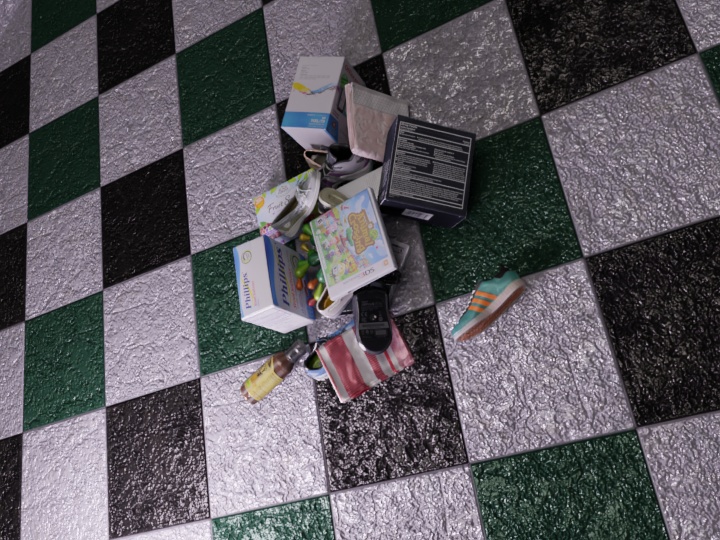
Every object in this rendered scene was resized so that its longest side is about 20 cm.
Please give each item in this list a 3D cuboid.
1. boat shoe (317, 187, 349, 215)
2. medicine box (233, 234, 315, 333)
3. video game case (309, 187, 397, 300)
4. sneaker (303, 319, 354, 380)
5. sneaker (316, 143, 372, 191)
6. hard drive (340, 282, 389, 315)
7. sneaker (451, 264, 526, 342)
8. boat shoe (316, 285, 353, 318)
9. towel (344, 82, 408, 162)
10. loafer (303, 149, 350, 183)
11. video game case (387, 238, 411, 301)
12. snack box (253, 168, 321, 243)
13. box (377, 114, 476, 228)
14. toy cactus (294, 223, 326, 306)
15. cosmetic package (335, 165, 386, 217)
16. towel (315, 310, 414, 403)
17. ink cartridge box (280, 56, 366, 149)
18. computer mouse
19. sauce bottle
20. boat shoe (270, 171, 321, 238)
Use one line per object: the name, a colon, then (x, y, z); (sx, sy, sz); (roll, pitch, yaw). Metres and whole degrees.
boat shoe: (-0.022, -0.120, 1.506); (0.198, 0.068, 0.072); (36, 49, 10)
medicine box: (-0.213, 0.038, 1.540); (0.101, 0.199, 0.187); (-19, 68, 19)
video game case: (-0.020, -0.060, 1.419); (0.179, 0.022, 0.205); (-27, 68, 24)
sneaker: (-0.057, 0.186, 1.488); (0.200, 0.089, 0.079); (-44, 63, 6)
sneaker: (-0.078, -0.262, 1.537); (0.196, 0.140, 0.079); (-24, 62, 14)
hard drive: (0.000, 0.000, 1.523); (0.136, 0.033, 0.206); (-10, 72, 23)
sneaker: (0.271, 0.073, 1.377); (0.199, 0.071, 0.080); (-42, 58, 4)
boat shoe: (-0.036, 0.022, 1.476); (0.071, 0.070, 0.202); (40, 96, 29)
towel: (0.052, -0.355, 1.533); (0.032, 0.196, 0.197); (-27, 62, 49)
loafer: (-0.065, -0.279, 1.635); (0.196, 0.063, 0.074); (16, 82, 28)
video game case: (0.028, 0.012, 1.536); (0.141, 0.018, 0.205); (21, 85, 28)
snack box: (-0.184, -0.164, 1.666); (0.196, 0.053, 0.146); (-24, 67, 18)
box: (0.151, -0.225, 1.439); (0.194, 0.123, 0.204); (11, 80, -8)
toy cactus: (-0.093, -0.028, 1.529); (0.163, 0.101, 0.206); (-26, 57, 41)
cosmetic package: (0.007, -0.173, 1.562); (0.196, 0.074, 0.104); (-23, 75, 20)
towel: (0.011, 0.196, 1.438); (0.196, 0.023, 0.146); (-28, 73, -9)
ink cartridge box: (-0.095, -0.439, 1.647); (0.143, 0.146, 0.206); (9, 80, 27)
computer mouse: (0.030, 0.096, 1.431); (0.134, 0.053, 0.206); (2, 72, -9)
sauce bottle: (-0.215, 0.252, 1.561); (0.199, 0.065, 0.065); (-42, 63, 8)
boat shoe: (-0.157, -0.167, 1.544); (0.203, 0.063, 0.076); (-51, 29, 38)
